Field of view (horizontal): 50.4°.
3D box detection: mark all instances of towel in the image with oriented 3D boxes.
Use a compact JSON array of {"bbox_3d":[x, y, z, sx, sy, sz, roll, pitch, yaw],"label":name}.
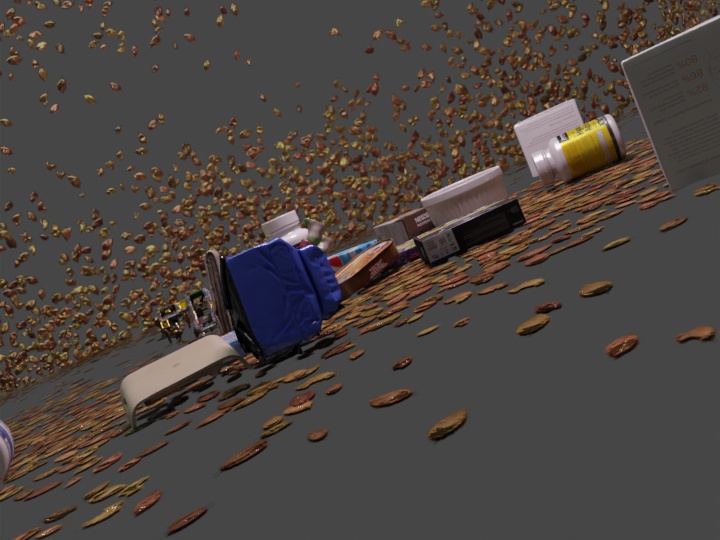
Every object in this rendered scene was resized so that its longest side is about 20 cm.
[{"bbox_3d":[-0.302,0.056,1.640,0.034,0.203,0.132,-12,4,-8],"label":"towel"}]

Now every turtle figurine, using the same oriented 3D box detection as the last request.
[{"bbox_3d":[-0.141,0.000,1.522,0.199,0.143,0.196,-4,58,50],"label":"turtle figurine"}]

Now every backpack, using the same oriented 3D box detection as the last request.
[{"bbox_3d":[-0.120,0.052,1.157,0.166,0.164,0.200,-16,-10,-16],"label":"backpack"}]

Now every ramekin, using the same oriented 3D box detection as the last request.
[{"bbox_3d":[0.250,-0.155,1.772,0.198,0.106,0.200,-24,6,3],"label":"ramekin"}]

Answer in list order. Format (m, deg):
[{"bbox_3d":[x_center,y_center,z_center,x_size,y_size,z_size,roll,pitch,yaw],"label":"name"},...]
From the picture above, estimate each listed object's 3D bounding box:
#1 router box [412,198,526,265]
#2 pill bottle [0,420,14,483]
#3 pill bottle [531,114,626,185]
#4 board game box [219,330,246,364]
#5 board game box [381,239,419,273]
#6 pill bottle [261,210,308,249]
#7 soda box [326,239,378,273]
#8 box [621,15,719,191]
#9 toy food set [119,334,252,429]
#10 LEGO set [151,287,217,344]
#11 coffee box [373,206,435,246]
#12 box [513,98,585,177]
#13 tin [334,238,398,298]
[{"bbox_3d":[0.207,-0.077,1.491,0.198,0.053,0.157,-24,5,0],"label":"router box"},{"bbox_3d":[-0.598,0.283,1.185,0.110,0.112,0.200,-26,6,-21],"label":"pill bottle"},{"bbox_3d":[0.505,-0.273,1.782,0.198,0.112,0.111,-23,5,13],"label":"pill bottle"},{"bbox_3d":[-0.292,0.165,1.403,0.198,0.037,0.151,-26,6,-16],"label":"board game box"},{"bbox_3d":[0.103,-0.042,1.736,0.119,0.033,0.200,-20,6,10],"label":"board game box"},{"bbox_3d":[-0.141,-0.022,1.672,0.110,0.202,0.111,-22,6,2],"label":"pill bottle"},{"bbox_3d":[-0.037,-0.012,1.848,0.199,0.065,0.068,-20,6,42],"label":"soda box"},{"bbox_3d":[0.482,-0.239,1.097,0.151,0.202,0.106,-21,7,22],"label":"box"},{"bbox_3d":[-0.281,0.176,1.214,0.198,0.061,0.143,-27,18,-18],"label":"toy food set"},{"bbox_3d":[-0.435,0.145,2.004,0.198,0.117,0.154,-21,-24,-8],"label":"LEGO set"},{"bbox_3d":[0.127,-0.105,1.944,0.112,0.081,0.200,-25,5,-20],"label":"coffee box"},{"bbox_3d":[0.593,-0.407,2.342,0.198,0.173,0.199,-22,6,19],"label":"box"},{"bbox_3d":[0.000,0.000,1.586,0.200,0.042,0.111,-40,18,-35],"label":"tin"}]
